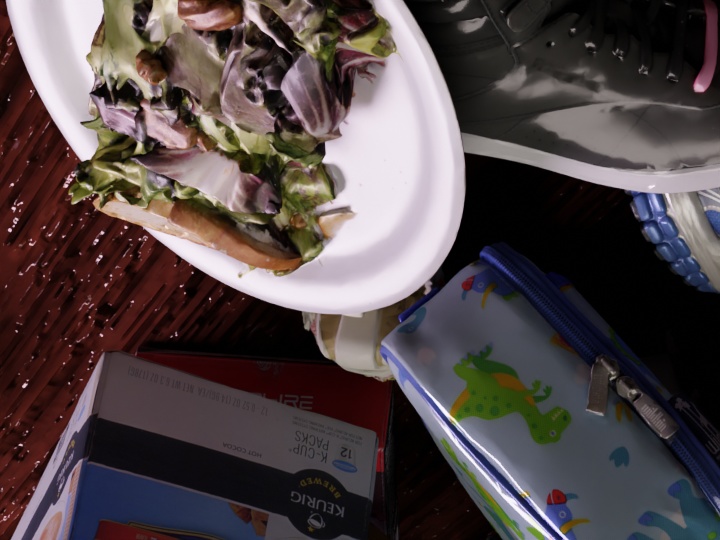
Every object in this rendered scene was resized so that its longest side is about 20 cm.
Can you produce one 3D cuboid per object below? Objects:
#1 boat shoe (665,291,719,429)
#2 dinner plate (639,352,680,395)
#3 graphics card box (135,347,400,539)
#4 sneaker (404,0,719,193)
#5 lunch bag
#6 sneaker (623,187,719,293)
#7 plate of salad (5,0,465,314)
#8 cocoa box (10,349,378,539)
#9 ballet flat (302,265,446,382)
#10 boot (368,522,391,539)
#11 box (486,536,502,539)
[{"bbox_3d":[0.191,0.103,0.855,0.074,0.093,0.200,-26,123,15],"label":"boat shoe"},{"bbox_3d":[0.173,0.103,0.951,0.198,0.024,0.201,3,144,2],"label":"dinner plate"},{"bbox_3d":[-0.044,0.117,0.976,0.124,0.051,0.201,3,144,4],"label":"graphics card box"},{"bbox_3d":[0.076,-0.086,0.669,0.198,0.071,0.100,7,149,6],"label":"sneaker"},{"bbox_3d":[0.086,0.080,0.795,0.082,0.161,0.200,-41,158,-5],"label":"lunch bag"},{"bbox_3d":[0.187,-0.005,0.763,0.085,0.078,0.199,-30,133,30],"label":"sneaker"},{"bbox_3d":[-0.054,-0.060,0.686,0.199,0.048,0.201,25,139,23],"label":"plate of salad"},{"bbox_3d":[-0.091,0.156,0.883,0.132,0.132,0.200,18,141,-13],"label":"cocoa box"},{"bbox_3d":[0.000,0.000,0.802,0.075,0.064,0.201,5,144,11],"label":"ballet flat"},{"bbox_3d":[0.041,0.234,0.895,0.199,0.068,0.190,26,125,37],"label":"boot"},{"bbox_3d":[0.140,0.240,1.023,0.198,0.150,0.125,11,152,-6],"label":"box"}]
